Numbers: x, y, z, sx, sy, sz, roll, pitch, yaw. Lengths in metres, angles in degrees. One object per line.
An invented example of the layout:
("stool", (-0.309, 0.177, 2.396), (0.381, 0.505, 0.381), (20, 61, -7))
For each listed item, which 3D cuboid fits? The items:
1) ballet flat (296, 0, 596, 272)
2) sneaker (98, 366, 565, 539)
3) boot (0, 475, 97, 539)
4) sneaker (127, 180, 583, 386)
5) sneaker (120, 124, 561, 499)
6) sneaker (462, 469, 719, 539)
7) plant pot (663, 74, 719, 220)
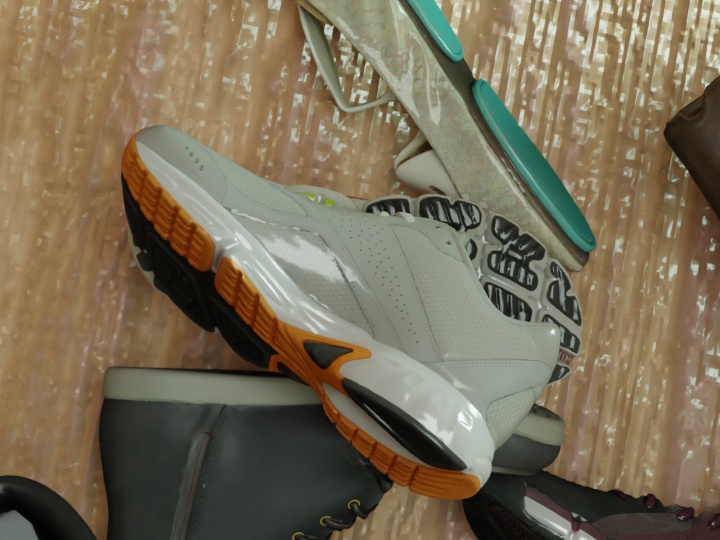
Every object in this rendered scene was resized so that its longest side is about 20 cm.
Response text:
("ballet flat", (0.028, -0.074, 1.278), (0.062, 0.067, 0.200), (-34, 89, 15))
("sneaker", (-0.013, 0.098, 1.229), (0.200, 0.075, 0.106), (3, 90, 12))
("boot", (-0.097, 0.178, 1.139), (0.072, 0.144, 0.200), (-31, 74, -14))
("sneaker", (0.000, 0.000, 1.241), (0.200, 0.085, 0.077), (17, 86, 2))
("sneaker", (-0.008, 0.001, 1.172), (0.200, 0.076, 0.092), (41, 65, 6))
("sneaker", (0.146, 0.116, 1.280), (0.200, 0.076, 0.116), (36, 67, -10))
("plant pot", (0.248, -0.030, 1.253), (0.200, 0.200, 0.198), (-37, 86, -13))
